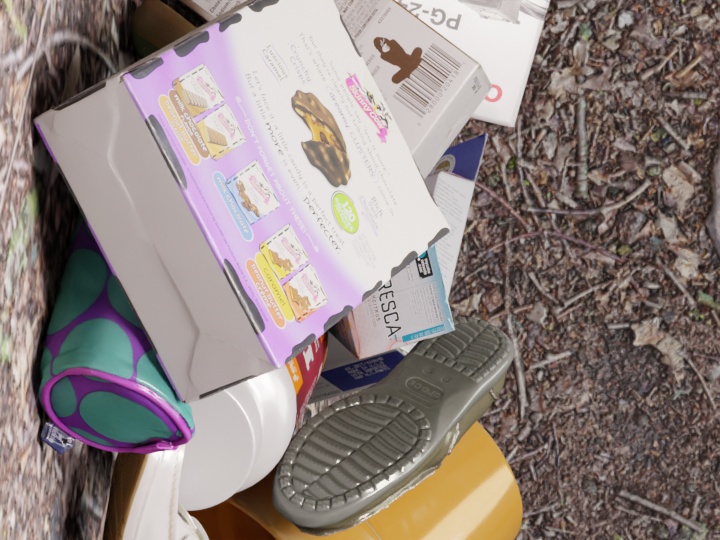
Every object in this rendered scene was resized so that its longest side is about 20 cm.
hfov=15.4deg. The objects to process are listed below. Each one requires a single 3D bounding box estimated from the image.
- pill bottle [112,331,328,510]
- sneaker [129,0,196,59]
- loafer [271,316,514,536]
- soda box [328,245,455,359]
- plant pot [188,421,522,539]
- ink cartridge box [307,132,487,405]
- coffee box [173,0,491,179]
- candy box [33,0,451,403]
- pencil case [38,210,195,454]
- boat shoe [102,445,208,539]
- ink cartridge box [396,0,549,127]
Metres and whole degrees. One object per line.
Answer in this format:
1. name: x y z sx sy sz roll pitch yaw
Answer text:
1. pill bottle: -0.087 0.067 1.601 0.200 0.112 0.113 -67 160 -70
2. sneaker: -0.079 -0.067 1.583 0.090 0.200 0.067 -50 -154 -3
3. loafer: 0.025 0.107 1.636 0.200 0.075 0.070 -36 143 -34
4. soda box: 0.000 0.000 1.723 0.200 0.068 0.064 -139 -147 -73
5. plant pot: 0.001 0.177 1.737 0.183 0.200 0.201 -34 141 -30
6. ink cartridge box: -0.009 -0.001 1.900 0.043 0.196 0.201 34 55 -32
7. coffee box: -0.025 -0.146 1.610 0.080 0.200 0.114 -53 172 1
8. candy box: -0.057 -0.049 1.415 0.200 0.071 0.168 -37 102 -53
9. pencil case: -0.116 0.004 1.444 0.093 0.085 0.201 57 33 -45
10. boat shoe: -0.111 0.165 1.499 0.071 0.069 0.201 -97 -164 -56
11. ink cartridge box: 0.052 -0.205 1.718 0.083 0.145 0.201 -130 -126 -72
